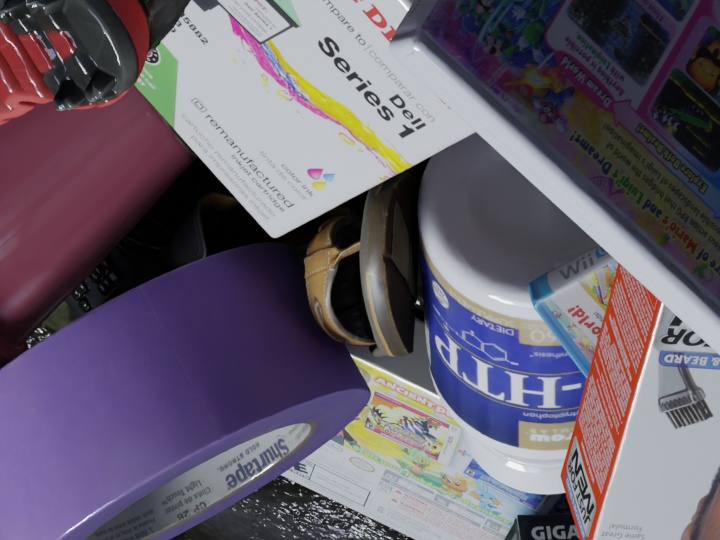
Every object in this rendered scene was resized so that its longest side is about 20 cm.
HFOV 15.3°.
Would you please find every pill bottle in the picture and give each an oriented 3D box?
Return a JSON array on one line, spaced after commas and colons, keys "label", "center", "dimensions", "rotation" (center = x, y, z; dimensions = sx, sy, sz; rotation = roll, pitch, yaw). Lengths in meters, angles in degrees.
[{"label": "pill bottle", "center": [0.090, 0.021, 1.285], "dimensions": [0.119, 0.120, 0.200], "rotation": [18, 150, 16]}]

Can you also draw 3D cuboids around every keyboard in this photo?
[{"label": "keyboard", "center": [-0.169, -0.038, 1.408], "dimensions": [0.200, 0.040, 0.104], "rotation": [53, 137, 2]}]

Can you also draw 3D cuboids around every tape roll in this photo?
[{"label": "tape roll", "center": [-0.100, 0.073, 1.316], "dimensions": [0.085, 0.199, 0.200], "rotation": [61, 152, 12]}]

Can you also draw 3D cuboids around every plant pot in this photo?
[{"label": "plant pot", "center": [-0.185, -0.057, 1.290], "dimensions": [0.200, 0.179, 0.200], "rotation": [55, -178, -2]}]

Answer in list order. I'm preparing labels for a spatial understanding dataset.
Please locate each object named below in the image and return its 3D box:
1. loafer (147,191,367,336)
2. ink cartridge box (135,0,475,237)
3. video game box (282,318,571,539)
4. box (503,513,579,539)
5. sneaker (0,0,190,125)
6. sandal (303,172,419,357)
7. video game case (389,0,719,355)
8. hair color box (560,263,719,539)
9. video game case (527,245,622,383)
[{"label": "loafer", "center": [-0.074, -0.015, 1.426], "dimensions": [0.199, 0.073, 0.073], "rotation": [3, 134, 22]}, {"label": "ink cartridge box", "center": [-0.014, -0.115, 1.168], "dimensions": [0.145, 0.084, 0.200], "rotation": [48, 147, -11]}, {"label": "video game box", "center": [0.057, 0.105, 1.520], "dimensions": [0.199, 0.047, 0.182], "rotation": [26, 153, 2]}, {"label": "box", "center": [0.145, 0.193, 1.516], "dimensions": [0.158, 0.046, 0.200], "rotation": [-1, 153, -11]}, {"label": "sneaker", "center": [-0.142, -0.110, 1.142], "dimensions": [0.200, 0.098, 0.071], "rotation": [-4, 124, 47]}, {"label": "sandal", "center": [0.000, 0.000, 1.277], "dimensions": [0.054, 0.082, 0.200], "rotation": [2, 177, -1]}, {"label": "video game case", "center": [0.125, -0.092, 1.013], "dimensions": [0.200, 0.183, 0.024], "rotation": [41, 158, -23]}, {"label": "hair color box", "center": [0.162, 0.035, 1.136], "dimensions": [0.110, 0.064, 0.201], "rotation": [2, 129, -11]}, {"label": "video game case", "center": [0.192, 0.008, 1.171], "dimensions": [0.199, 0.018, 0.143], "rotation": [-29, 127, 14]}]
